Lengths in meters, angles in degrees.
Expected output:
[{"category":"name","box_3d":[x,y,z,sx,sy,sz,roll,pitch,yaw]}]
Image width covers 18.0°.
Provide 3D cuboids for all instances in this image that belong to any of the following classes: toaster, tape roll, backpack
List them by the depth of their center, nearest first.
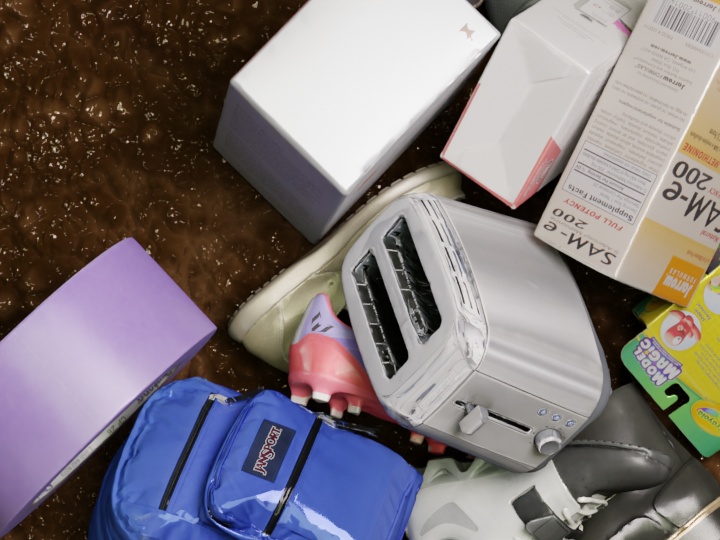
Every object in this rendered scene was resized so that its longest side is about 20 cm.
[{"category":"tape roll","box_3d":[-0.193,0.077,1.483,0.200,0.200,0.085,-43,89,-10]},{"category":"toaster","box_3d":[0.071,0.031,1.489,0.129,0.114,0.201,19,39,-37]},{"category":"backpack","box_3d":[-0.071,0.158,1.500,0.199,0.168,0.163,23,47,1]}]

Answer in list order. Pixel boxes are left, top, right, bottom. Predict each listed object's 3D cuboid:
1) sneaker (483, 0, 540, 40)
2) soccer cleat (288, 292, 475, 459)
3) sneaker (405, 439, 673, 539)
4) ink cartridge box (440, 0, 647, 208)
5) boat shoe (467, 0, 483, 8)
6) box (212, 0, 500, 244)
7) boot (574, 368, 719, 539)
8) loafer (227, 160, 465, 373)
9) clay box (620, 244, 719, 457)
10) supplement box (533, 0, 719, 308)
[{"category":"sneaker","box_3d":[0.181,-0.206,1.639,0.198,0.074,0.085,-8,90,0]},{"category":"soccer cleat","box_3d":[0.038,0.077,1.552,0.199,0.067,0.077,19,75,-29]},{"category":"sneaker","box_3d":[0.121,0.166,1.531,0.199,0.074,0.089,-13,66,30]},{"category":"ink cartridge box","box_3d":[0.142,-0.134,1.550,0.067,0.200,0.117,35,122,12]},{"category":"boat shoe","box_3d":[0.023,-0.255,1.612,0.074,0.073,0.201,-10,57,-35]},{"category":"box","box_3d":[-0.008,-0.121,1.532,0.106,0.200,0.152,44,78,1]},{"category":"boot","box_3d":[0.150,0.177,1.586,0.199,0.078,0.139,-32,76,-14]},{"category":"loafer","box_3d":[0.000,0.000,1.584,0.200,0.076,0.068,-39,90,-1]},{"category":"clay box","box_3d":[0.283,0.026,1.591,0.200,0.048,0.115,-40,108,6]},{"category":"supplement box","box_3d":[0.211,-0.086,1.511,0.073,0.126,0.201,29,96,32]}]
